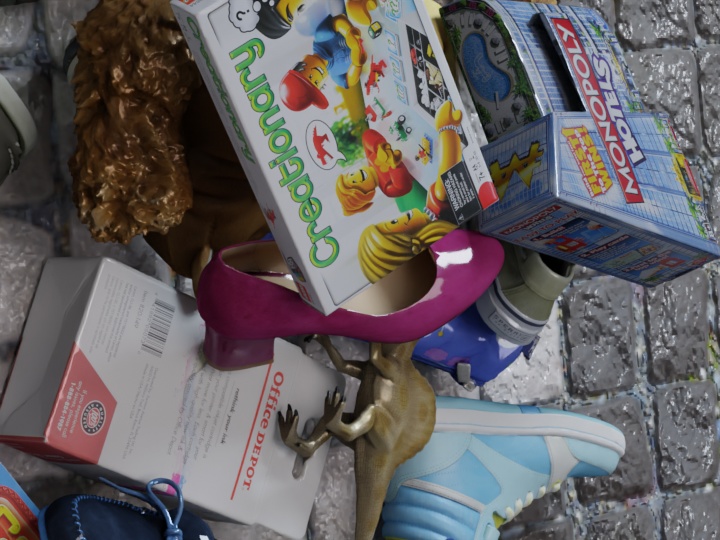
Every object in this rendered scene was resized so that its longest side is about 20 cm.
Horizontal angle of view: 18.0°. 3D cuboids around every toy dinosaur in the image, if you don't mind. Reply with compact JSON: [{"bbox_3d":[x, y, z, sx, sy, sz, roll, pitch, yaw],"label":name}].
[{"bbox_3d":[0.006,0.096,1.386,0.101,0.058,0.201,16,84,-39],"label":"toy dinosaur"}]

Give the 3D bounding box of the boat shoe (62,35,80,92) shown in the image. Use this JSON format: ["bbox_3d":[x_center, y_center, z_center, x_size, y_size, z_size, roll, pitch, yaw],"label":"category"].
[{"bbox_3d":[-0.109,-0.165,1.402,0.200,0.073,0.063,-29,63,-31],"label":"boat shoe"}]

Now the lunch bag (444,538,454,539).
[{"bbox_3d":[0.019,0.295,1.435,0.170,0.127,0.201,-24,134,-35],"label":"lunch bag"}]

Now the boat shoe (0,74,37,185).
[{"bbox_3d":[-0.258,-0.120,1.252,0.202,0.072,0.060,53,53,-30],"label":"boat shoe"}]

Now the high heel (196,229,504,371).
[{"bbox_3d":[0.000,0.000,1.326,0.199,0.096,0.068,-21,60,-20],"label":"high heel"}]

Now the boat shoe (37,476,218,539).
[{"bbox_3d":[-0.114,0.160,1.319,0.200,0.068,0.085,29,41,-63],"label":"boat shoe"}]

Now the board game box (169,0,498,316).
[{"bbox_3d":[-0.011,-0.091,1.245,0.126,0.035,0.201,-34,122,-17],"label":"board game box"}]

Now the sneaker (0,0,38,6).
[{"bbox_3d":[-0.151,-0.231,1.339,0.200,0.079,0.096,-34,113,-36],"label":"sneaker"}]

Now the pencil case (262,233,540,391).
[{"bbox_3d":[0.022,0.018,1.478,0.199,0.078,0.087,22,58,-36],"label":"pencil case"}]

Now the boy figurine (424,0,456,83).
[{"bbox_3d":[0.031,-0.131,1.476,0.064,0.124,0.201,-18,88,-9],"label":"boy figurine"}]

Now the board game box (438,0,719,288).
[{"bbox_3d":[0.130,-0.085,1.440,0.200,0.062,0.201,-6,73,-58],"label":"board game box"}]

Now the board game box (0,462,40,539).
[{"bbox_3d":[-0.225,0.241,1.275,0.196,0.056,0.200,-50,118,-30],"label":"board game box"}]

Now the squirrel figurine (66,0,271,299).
[{"bbox_3d":[-0.101,-0.078,1.317,0.199,0.141,0.187,-13,136,-45],"label":"squirrel figurine"}]

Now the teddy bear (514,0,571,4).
[{"bbox_3d":[0.125,-0.258,1.593,0.145,0.066,0.201,40,62,-52],"label":"teddy bear"}]

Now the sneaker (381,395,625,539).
[{"bbox_3d":[0.091,0.156,1.535,0.199,0.079,0.131,9,81,-30],"label":"sneaker"}]

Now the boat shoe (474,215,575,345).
[{"bbox_3d":[0.117,-0.027,1.513,0.072,0.062,0.200,34,31,-20],"label":"boat shoe"}]

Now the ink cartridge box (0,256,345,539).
[{"bbox_3d":[-0.111,0.081,1.371,0.200,0.067,0.117,28,72,-35],"label":"ink cartridge box"}]
